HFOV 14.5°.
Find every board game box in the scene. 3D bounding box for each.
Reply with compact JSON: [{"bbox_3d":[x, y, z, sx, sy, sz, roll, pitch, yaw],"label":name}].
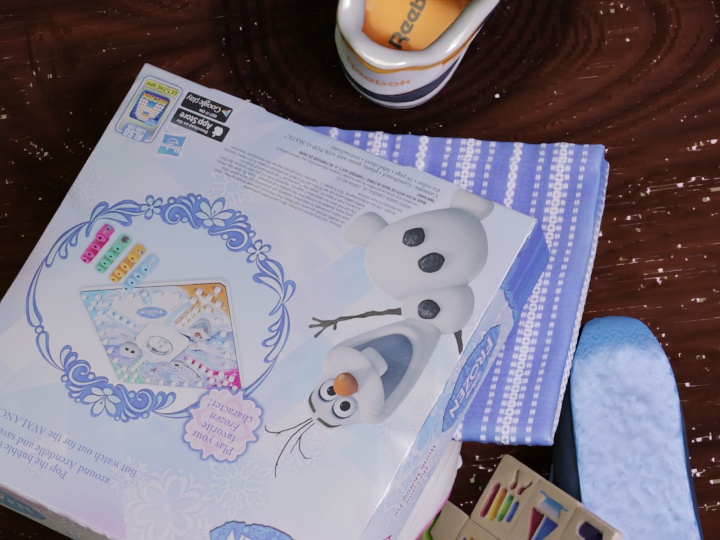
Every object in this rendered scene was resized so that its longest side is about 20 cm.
[{"bbox_3d":[-0.053,0.034,1.188,0.200,0.043,0.199,23,71,23],"label":"board game box"}]

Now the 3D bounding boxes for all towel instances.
[{"bbox_3d":[0.000,0.000,1.224,0.199,0.024,0.145,5,64,18],"label":"towel"}]

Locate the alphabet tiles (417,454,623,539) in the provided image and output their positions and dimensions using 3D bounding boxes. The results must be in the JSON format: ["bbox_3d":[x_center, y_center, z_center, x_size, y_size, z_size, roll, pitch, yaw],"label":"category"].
[{"bbox_3d":[0.039,0.183,1.213,0.006,0.166,0.200,28,92,-30],"label":"alphabet tiles"}]

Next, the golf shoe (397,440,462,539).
[{"bbox_3d":[0.019,0.056,1.256,0.075,0.092,0.200,21,69,35],"label":"golf shoe"}]

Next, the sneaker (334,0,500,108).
[{"bbox_3d":[0.048,-0.167,1.245,0.078,0.079,0.201,21,90,4],"label":"sneaker"}]

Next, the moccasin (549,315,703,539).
[{"bbox_3d":[0.120,0.121,1.248,0.080,0.068,0.201,3,91,-5],"label":"moccasin"}]
